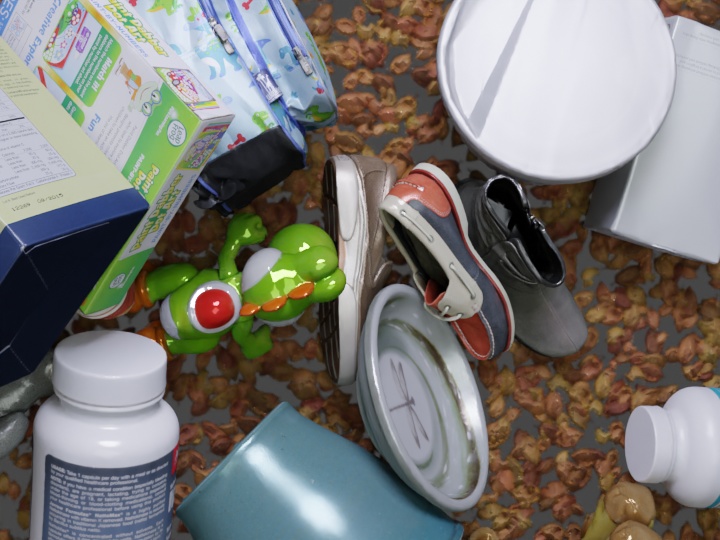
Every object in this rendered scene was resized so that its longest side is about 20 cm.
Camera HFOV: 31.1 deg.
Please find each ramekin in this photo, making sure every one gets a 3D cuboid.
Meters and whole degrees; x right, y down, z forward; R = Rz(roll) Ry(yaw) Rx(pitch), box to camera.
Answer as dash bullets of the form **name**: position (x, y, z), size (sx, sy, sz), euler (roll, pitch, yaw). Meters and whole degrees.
- **ramekin**: position (0.161, -0.166, 1.112), size (0.201, 0.094, 0.204), euler (0, 82, -1)

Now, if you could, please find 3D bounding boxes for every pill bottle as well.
- **pill bottle**: position (-0.209, 0.159, 1.061), size (0.119, 0.120, 0.201), euler (3, 111, -12)
- **pill bottle**: position (0.351, 0.165, 1.200), size (0.198, 0.111, 0.112), euler (5, 95, -11)

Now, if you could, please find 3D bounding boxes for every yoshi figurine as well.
- **yoshi figurine**: position (-0.098, 0.013, 1.092), size (0.199, 0.112, 0.113), euler (-13, 60, 21)

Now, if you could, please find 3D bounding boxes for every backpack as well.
- **backpack**: position (-0.109, -0.164, 1.035), size (0.146, 0.183, 0.201), euler (-32, 90, 0)

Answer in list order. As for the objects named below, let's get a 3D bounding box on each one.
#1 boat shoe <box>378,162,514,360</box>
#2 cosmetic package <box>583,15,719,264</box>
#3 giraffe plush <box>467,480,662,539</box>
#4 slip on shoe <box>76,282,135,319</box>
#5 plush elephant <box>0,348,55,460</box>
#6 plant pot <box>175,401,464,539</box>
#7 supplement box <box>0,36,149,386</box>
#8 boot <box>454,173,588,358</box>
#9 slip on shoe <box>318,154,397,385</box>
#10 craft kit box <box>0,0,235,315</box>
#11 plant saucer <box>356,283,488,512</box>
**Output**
- **boat shoe**: position (0.074, 0.005, 1.125), size (0.063, 0.071, 0.201), euler (-45, 124, -31)
- **cosmetic package**: position (0.289, -0.116, 1.173), size (0.112, 0.081, 0.201), euler (18, 94, -12)
- **giraffe plush**: position (0.176, 0.292, 1.176), size (0.161, 0.173, 0.201), euler (4, 130, -2)
- **slip on shoe**: position (-0.223, -0.052, 1.070), size (0.074, 0.061, 0.201), euler (-15, 72, 6)
- **plush elephant**: position (-0.350, 0.110, 1.029), size (0.165, 0.155, 0.200), euler (45, 86, -12)
- **plant pot**: position (-0.048, 0.223, 1.095), size (0.188, 0.200, 0.200), euler (44, 87, 3)
- **supplement box**: position (-0.299, -0.039, 0.929), size (0.200, 0.134, 0.200), euler (48, 120, 10)
- **boot**: position (0.147, 0.004, 1.130), size (0.068, 0.131, 0.201), euler (-37, 102, -6)
- **slip on shoe**: position (0.000, 0.000, 1.134), size (0.060, 0.076, 0.202), euler (0, 90, -17)
- **craft kit box**: position (-0.212, -0.106, 0.969), size (0.198, 0.048, 0.200), euler (48, 122, 17)
- **plant saucer**: position (0.044, 0.114, 1.112), size (0.050, 0.200, 0.201), euler (-22, 102, 25)
